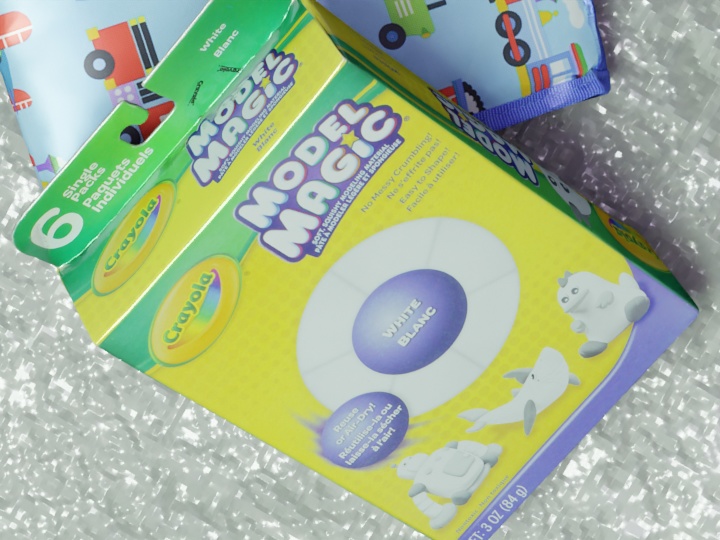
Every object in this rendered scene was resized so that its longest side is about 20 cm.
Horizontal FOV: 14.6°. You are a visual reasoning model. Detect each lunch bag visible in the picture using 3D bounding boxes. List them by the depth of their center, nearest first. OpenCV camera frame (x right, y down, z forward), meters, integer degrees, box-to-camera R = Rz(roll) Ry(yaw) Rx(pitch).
[{"bbox_3d":[-0.020,-0.102,0.894,0.200,0.094,0.151,-19,97,-2],"label":"lunch bag"}]

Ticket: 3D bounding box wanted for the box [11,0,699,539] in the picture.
[{"bbox_3d":[0.000,0.000,0.861,0.200,0.048,0.117,33,105,-36],"label":"box"}]
